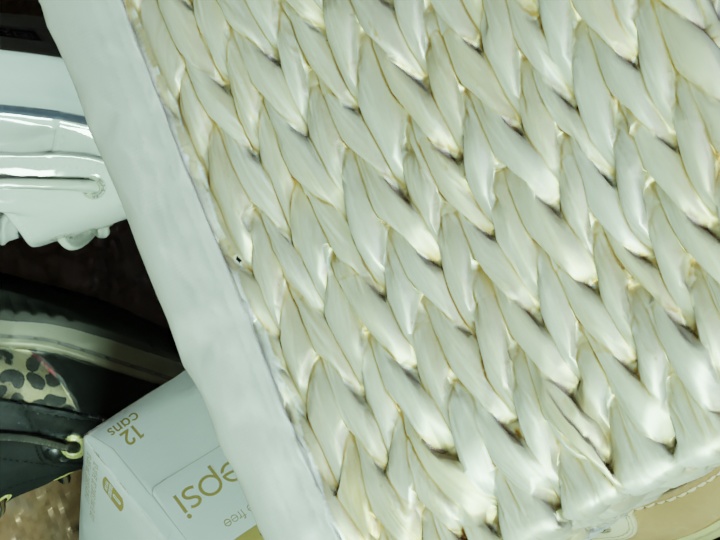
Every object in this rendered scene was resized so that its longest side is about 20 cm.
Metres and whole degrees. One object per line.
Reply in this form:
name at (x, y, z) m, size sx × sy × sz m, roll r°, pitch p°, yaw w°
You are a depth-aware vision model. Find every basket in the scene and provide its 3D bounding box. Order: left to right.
basket at (0.050, -0.034, 0.607) m, size 0.198 × 0.160 × 0.201 m, roll -7°, pitch 70°, yaw -65°

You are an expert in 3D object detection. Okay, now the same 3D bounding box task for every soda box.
soda box at (-0.044, 0.102, 0.711) m, size 0.068 × 0.064 × 0.201 m, roll -32°, pitch 157°, yaw -24°

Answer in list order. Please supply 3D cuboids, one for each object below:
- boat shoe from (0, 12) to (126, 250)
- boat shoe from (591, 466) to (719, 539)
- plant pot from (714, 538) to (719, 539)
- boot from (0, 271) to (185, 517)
boat shoe at (-0.099, -0.040, 0.709) m, size 0.198 × 0.074 × 0.066 m, roll 8°, pitch 107°, yaw -15°
boat shoe at (0.071, 0.061, 0.776) m, size 0.064 × 0.200 × 0.072 m, roll 6°, pitch 68°, yaw -31°
plant pot at (0.222, 0.192, 0.915) m, size 0.199 × 0.199 × 0.179 m, roll -23°, pitch 123°, yaw -29°
boot at (-0.130, 0.078, 0.718) m, size 0.202 × 0.073 × 0.155 m, roll 15°, pitch 94°, yaw -35°
